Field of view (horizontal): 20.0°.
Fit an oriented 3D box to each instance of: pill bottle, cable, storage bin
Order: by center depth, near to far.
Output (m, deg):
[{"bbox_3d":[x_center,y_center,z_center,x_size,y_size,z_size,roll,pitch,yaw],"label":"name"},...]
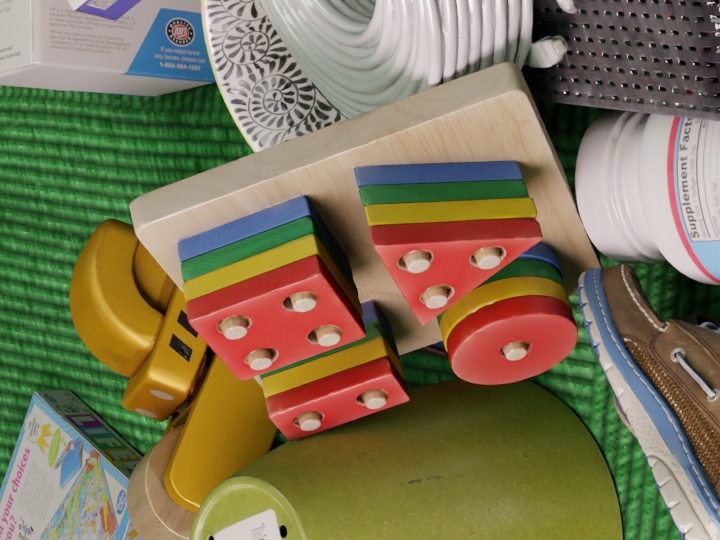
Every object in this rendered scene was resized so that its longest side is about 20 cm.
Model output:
[{"bbox_3d":[0.160,-0.145,0.985,0.200,0.135,0.094,16,128,56],"label":"storage bin"},{"bbox_3d":[0.208,-0.047,0.995,0.200,0.109,0.109,-3,87,44],"label":"pill bottle"},{"bbox_3d":[0.006,-0.161,1.014,0.200,0.069,0.200,62,154,3],"label":"cable"}]

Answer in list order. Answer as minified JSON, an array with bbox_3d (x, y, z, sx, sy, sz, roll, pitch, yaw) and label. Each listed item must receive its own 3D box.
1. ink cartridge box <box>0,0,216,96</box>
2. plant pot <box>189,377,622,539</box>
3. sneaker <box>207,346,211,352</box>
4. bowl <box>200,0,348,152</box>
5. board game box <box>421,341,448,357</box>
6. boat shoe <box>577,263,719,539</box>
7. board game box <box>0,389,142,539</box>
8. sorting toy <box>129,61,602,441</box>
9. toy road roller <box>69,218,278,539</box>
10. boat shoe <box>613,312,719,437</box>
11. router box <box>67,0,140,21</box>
[{"bbox_3d":[-0.173,-0.221,1.330,0.086,0.146,0.200,-8,83,50],"label":"ink cartridge box"},{"bbox_3d":[0.010,0.151,1.114,0.187,0.200,0.187,-2,87,43],"label":"plant pot"},{"bbox_3d":[-0.092,0.116,1.302,0.076,0.070,0.200,-31,60,55],"label":"sneaker"},{"bbox_3d":[0.008,-0.138,1.179,0.201,0.094,0.201,27,129,38],"label":"bowl"},{"bbox_3d":[0.000,0.000,1.205,0.200,0.103,0.019,17,56,42],"label":"board game box"},{"bbox_3d":[0.166,0.065,0.984,0.072,0.072,0.200,-28,47,7],"label":"boat shoe"},{"bbox_3d":[-0.211,0.204,1.435,0.134,0.034,0.200,36,113,38],"label":"board game box"},{"bbox_3d":[0.016,0.007,1.027,0.198,0.200,0.070,-20,58,9],"label":"sorting toy"},{"bbox_3d":[-0.112,0.055,1.200,0.123,0.146,0.200,135,155,-69],"label":"toy road roller"},{"bbox_3d":[0.208,0.095,1.016,0.200,0.074,0.073,45,118,33],"label":"boat shoe"},{"bbox_3d":[-0.124,-0.278,1.194,0.200,0.049,0.180,-36,75,19],"label":"router box"}]
